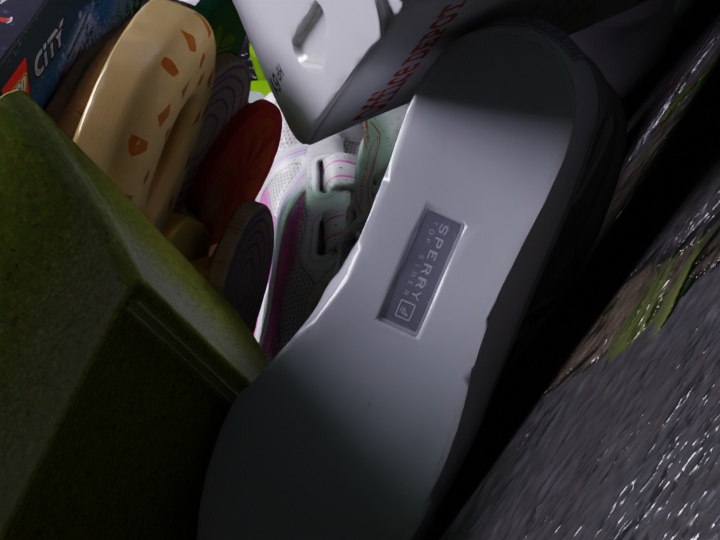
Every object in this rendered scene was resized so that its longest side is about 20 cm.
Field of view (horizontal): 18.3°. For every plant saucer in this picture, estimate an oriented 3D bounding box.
[{"bbox_3d":[-0.091,0.077,0.647,0.201,0.048,0.200,-64,-22,-12],"label":"plant saucer"}]

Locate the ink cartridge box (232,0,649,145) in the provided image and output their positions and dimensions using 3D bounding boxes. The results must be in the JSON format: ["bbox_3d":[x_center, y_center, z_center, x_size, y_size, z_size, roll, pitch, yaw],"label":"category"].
[{"bbox_3d":[0.062,-0.127,0.700,0.199,0.085,0.145,-25,-6,-17],"label":"ink cartridge box"}]

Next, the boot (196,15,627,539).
[{"bbox_3d":[0.026,0.022,0.691,0.201,0.073,0.096,-61,-21,6],"label":"boot"}]

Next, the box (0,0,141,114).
[{"bbox_3d":[-0.124,-0.021,0.724,0.200,0.038,0.137,-64,-18,-44],"label":"box"}]

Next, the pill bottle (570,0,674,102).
[{"bbox_3d":[0.064,-0.100,0.944,0.112,0.112,0.200,-56,3,-33],"label":"pill bottle"}]

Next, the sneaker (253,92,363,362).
[{"bbox_3d":[0.000,0.000,0.874,0.088,0.081,0.201,-25,57,56],"label":"sneaker"}]

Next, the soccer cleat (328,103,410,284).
[{"bbox_3d":[0.020,-0.015,0.794,0.069,0.085,0.200,-15,31,50],"label":"soccer cleat"}]

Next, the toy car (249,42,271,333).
[{"bbox_3d":[-0.088,-0.023,1.099,0.199,0.165,0.158,-2,30,24],"label":"toy car"}]

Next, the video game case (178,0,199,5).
[{"bbox_3d":[0.039,-0.169,0.893,0.200,0.023,0.182,-31,4,39],"label":"video game case"}]

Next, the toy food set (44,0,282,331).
[{"bbox_3d":[-0.074,0.000,0.769,0.198,0.048,0.201,-27,-51,-74],"label":"toy food set"}]
